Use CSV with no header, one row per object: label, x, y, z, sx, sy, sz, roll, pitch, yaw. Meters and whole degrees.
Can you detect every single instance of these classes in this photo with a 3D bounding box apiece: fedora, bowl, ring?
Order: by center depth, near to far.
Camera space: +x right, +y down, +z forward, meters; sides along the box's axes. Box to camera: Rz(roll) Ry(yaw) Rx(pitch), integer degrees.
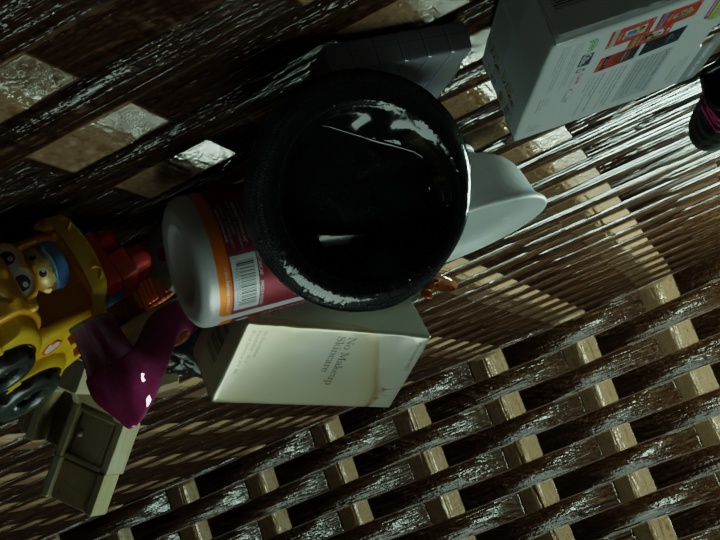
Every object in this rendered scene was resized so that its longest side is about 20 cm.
fedora,-0.013,-0.065,0.875,0.199,0.202,0.091,-14,-161,-27
ring,0.000,0.000,1.140,0.199,0.019,0.200,13,175,1
bowl,0.092,-0.075,1.214,0.200,0.091,0.201,-20,167,-5

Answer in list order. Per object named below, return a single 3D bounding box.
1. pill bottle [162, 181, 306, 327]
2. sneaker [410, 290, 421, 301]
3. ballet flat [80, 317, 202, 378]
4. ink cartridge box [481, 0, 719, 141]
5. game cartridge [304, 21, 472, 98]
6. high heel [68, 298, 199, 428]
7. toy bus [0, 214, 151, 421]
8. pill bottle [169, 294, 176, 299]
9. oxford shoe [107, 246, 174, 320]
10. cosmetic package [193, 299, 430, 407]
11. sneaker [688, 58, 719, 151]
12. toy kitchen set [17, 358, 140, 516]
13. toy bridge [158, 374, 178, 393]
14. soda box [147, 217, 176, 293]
pill bottle,-0.061,-0.028,0.973,0.199,0.114,0.113,-14,166,-23
sneaker,0.078,-0.035,1.347,0.089,0.074,0.200,-47,-177,34
ballet flat,-0.189,0.074,1.134,0.199,0.067,0.057,8,175,-42
ink cartridge box,0.199,-0.197,0.885,0.174,0.084,0.200,-19,168,-6
game cartridge,0.001,-0.138,0.939,0.129,0.039,0.200,-19,168,-24
high heel,-0.177,0.080,0.991,0.067,0.096,0.200,-29,174,12
toy bus,-0.272,0.019,0.970,0.191,0.136,0.200,-31,168,-15
pill bottle,-0.173,0.037,1.222,0.199,0.107,0.106,-20,167,-1
oxford shoe,-0.253,0.027,1.145,0.199,0.072,0.073,-21,173,17
cosmetic package,-0.046,0.069,1.074,0.199,0.073,0.104,6,127,-31
sneaker,0.411,-0.195,1.269,0.087,0.074,0.200,-16,162,-20
toy kitchen set,-0.390,0.184,1.399,0.162,0.201,0.180,19,180,19
toy bridge,-0.248,0.091,1.359,0.067,0.027,0.201,-15,147,-24
soda box,-0.111,0.012,1.100,0.199,0.064,0.068,24,-179,-42
